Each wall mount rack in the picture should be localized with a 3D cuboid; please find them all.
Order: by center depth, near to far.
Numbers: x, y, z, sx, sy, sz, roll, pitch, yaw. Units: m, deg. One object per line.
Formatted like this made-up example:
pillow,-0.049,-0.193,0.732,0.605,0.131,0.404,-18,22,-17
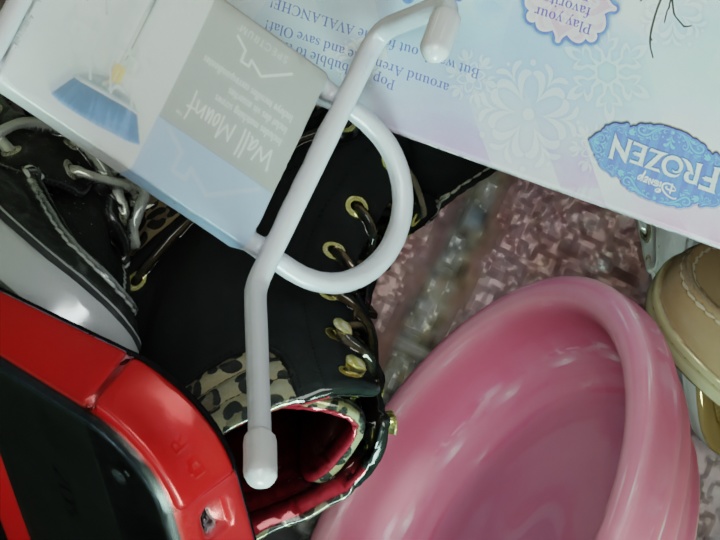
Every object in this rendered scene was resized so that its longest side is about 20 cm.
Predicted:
wall mount rack,-0.057,-0.038,0.903,0.200,0.074,0.174,34,68,-24

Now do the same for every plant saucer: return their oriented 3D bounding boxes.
plant saucer,0.047,0.100,1.013,0.051,0.200,0.201,30,88,-23

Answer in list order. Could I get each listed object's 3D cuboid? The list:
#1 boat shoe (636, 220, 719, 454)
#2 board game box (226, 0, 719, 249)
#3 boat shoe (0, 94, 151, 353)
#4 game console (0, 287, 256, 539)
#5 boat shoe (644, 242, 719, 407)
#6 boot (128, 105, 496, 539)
boat shoe,0.127,-0.036,1.077,0.071,0.069,0.201,-11,107,-33
board game box,0.064,-0.132,0.966,0.199,0.043,0.200,21,106,19
boat shoe,-0.106,-0.023,1.016,0.068,0.199,0.074,-40,117,-5
game console,-0.100,0.078,0.985,0.176,0.201,0.031,28,57,33
boat shoe,0.192,0.033,0.998,0.199,0.065,0.071,24,46,7
boot,0.000,0.001,1.025,0.203,0.154,0.074,-27,129,3
